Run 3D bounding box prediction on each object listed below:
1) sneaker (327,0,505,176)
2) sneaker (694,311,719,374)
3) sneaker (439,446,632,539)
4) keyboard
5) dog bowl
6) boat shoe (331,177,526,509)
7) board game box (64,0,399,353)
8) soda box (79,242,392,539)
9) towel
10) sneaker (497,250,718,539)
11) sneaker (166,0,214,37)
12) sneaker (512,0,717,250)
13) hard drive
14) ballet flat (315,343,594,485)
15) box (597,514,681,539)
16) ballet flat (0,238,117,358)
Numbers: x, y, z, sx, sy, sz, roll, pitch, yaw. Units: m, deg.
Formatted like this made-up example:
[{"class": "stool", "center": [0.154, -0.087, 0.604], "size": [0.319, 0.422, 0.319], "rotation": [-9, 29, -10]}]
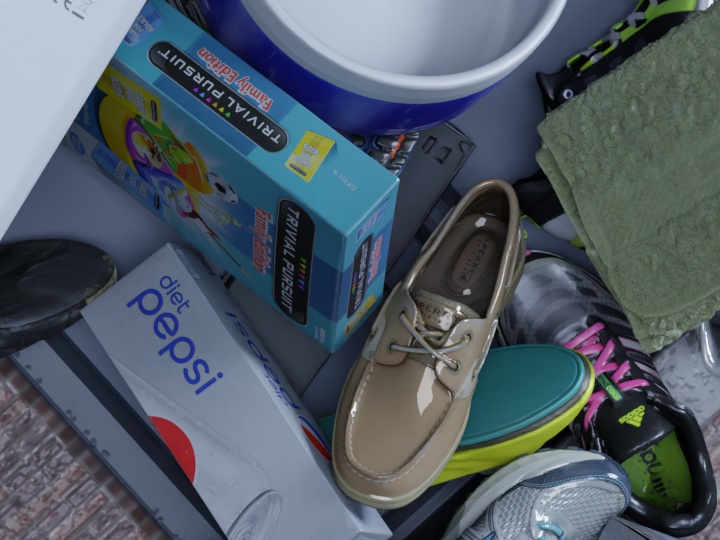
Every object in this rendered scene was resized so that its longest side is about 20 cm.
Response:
[{"class": "sneaker", "center": [0.018, -0.113, 1.587], "size": [0.075, 0.078, 0.200], "rotation": [40, 64, -4]}, {"class": "sneaker", "center": [0.213, -0.032, 1.574], "size": [0.075, 0.089, 0.201], "rotation": [8, 127, 18]}, {"class": "sneaker", "center": [0.072, 0.179, 1.566], "size": [0.200, 0.086, 0.078], "rotation": [-35, 124, 4]}, {"class": "keyboard", "center": [0.000, 0.000, 1.632], "size": [0.127, 0.021, 0.200], "rotation": [36, 91, -2]}, {"class": "dog bowl", "center": [0.011, -0.177, 1.518], "size": [0.199, 0.079, 0.201], "rotation": [7, 70, -19]}, {"class": "boat shoe", "center": [0.036, 0.036, 1.549], "size": [0.071, 0.065, 0.200], "rotation": [18, 60, 9]}, {"class": "board game box", "center": [-0.074, -0.059, 1.518], "size": [0.200, 0.151, 0.047], "rotation": [38, 68, 14]}, {"class": "soda box", "center": [-0.070, 0.085, 1.568], "size": [0.068, 0.063, 0.200], "rotation": [-36, 75, 9]}, {"class": "towel", "center": [0.190, -0.061, 1.523], "size": [0.200, 0.036, 0.149], "rotation": [-37, 75, 36]}, {"class": "sneaker", "center": [0.146, 0.074, 1.618], "size": [0.074, 0.087, 0.200], "rotation": [-33, 98, -3]}, {"class": "sneaker", "center": [-0.075, -0.145, 1.591], "size": [0.085, 0.078, 0.201], "rotation": [-12, 87, 2]}, {"class": "sneaker", "center": [0.143, -0.106, 1.612], "size": [0.083, 0.072, 0.201], "rotation": [22, 92, -6]}, {"class": "hard drive", "center": [-0.193, -0.117, 1.396], "size": [0.132, 0.027, 0.200], "rotation": [31, 90, -10]}, {"class": "ballet flat", "center": [0.045, 0.095, 1.608], "size": [0.199, 0.067, 0.067], "rotation": [-19, 140, 13]}, {"class": "box", "center": [0.154, 0.249, 1.604], "size": [0.158, 0.048, 0.200], "rotation": [24, 96, -49]}, {"class": "ballet flat", "center": [-0.231, 0.036, 1.601], "size": [0.199, 0.057, 0.067], "rotation": [-23, 52, -4]}]
